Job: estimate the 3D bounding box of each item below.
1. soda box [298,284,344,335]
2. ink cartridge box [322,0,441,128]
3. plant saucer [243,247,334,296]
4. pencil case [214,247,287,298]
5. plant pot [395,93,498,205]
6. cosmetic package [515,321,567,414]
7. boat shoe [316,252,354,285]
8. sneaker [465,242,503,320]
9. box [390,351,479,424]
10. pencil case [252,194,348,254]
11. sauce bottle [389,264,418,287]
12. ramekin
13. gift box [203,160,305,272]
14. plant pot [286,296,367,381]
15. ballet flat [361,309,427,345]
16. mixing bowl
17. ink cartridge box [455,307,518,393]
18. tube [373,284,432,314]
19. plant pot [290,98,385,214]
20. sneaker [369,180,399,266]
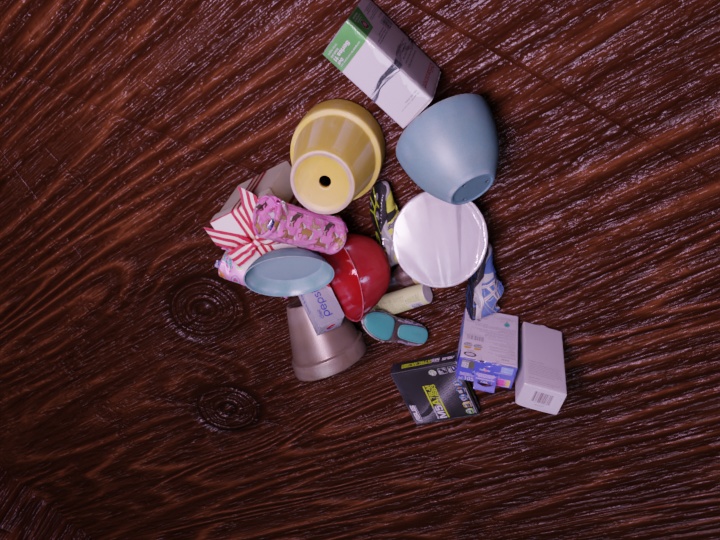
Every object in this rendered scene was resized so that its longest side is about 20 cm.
[{"bbox_3d":[-0.111,0.043,1.444,0.067,0.203,0.064,-20,160,-20],"label":"soda box"},{"bbox_3d":[0.045,-0.378,1.122,0.199,0.148,0.083,39,128,-14],"label":"ink cartridge box"},{"bbox_3d":[-0.153,0.000,1.319,0.194,0.037,0.201,-6,155,-3],"label":"plant saucer"},{"bbox_3d":[-0.255,0.002,1.523,0.195,0.088,0.089,18,129,3],"label":"pencil case"},{"bbox_3d":[0.181,-0.206,1.155,0.195,0.137,0.201,-21,158,-9],"label":"plant pot"},{"bbox_3d":[0.414,0.221,1.427,0.099,0.202,0.075,15,129,4],"label":"cosmetic package"},{"bbox_3d":[-0.041,0.020,1.494,0.060,0.076,0.202,-37,104,-6],"label":"boat shoe"},{"bbox_3d":[0.285,0.019,1.408,0.075,0.076,0.204,-8,127,-7],"label":"sneaker"},{"bbox_3d":[0.202,0.319,1.656,0.189,0.048,0.203,-15,120,21],"label":"box"},{"bbox_3d":[-0.118,-0.088,1.233,0.197,0.085,0.085,14,176,-42],"label":"pencil case"},{"bbox_3d":[0.130,-0.001,1.427,0.196,0.065,0.065,-19,120,25],"label":"sauce bottle"},{"bbox_3d":[0.167,-0.071,1.308,0.196,0.094,0.209,1,98,6],"label":"ramekin"},{"bbox_3d":[-0.219,-0.114,1.362,0.182,0.189,0.201,-25,118,29],"label":"gift box"},{"bbox_3d":[-0.100,0.147,1.538,0.195,0.200,0.178,-14,105,24],"label":"plant pot"},{"bbox_3d":[0.074,0.143,1.521,0.196,0.073,0.072,18,132,-29],"label":"ballet flat"},{"bbox_3d":[0.000,0.000,1.375,0.106,0.200,0.204,-20,130,-22],"label":"mixing bowl"},{"bbox_3d":[0.294,0.189,1.435,0.132,0.202,0.078,10,129,8],"label":"ink cartridge box"},{"bbox_3d":[0.082,0.078,1.514,0.197,0.051,0.060,-21,80,33],"label":"tube"},{"bbox_3d":[-0.056,-0.213,1.234,0.195,0.191,0.205,5,123,7],"label":"plant pot"},{"bbox_3d":[0.068,-0.108,1.375,0.074,0.076,0.205,-16,123,-12],"label":"sneaker"}]
